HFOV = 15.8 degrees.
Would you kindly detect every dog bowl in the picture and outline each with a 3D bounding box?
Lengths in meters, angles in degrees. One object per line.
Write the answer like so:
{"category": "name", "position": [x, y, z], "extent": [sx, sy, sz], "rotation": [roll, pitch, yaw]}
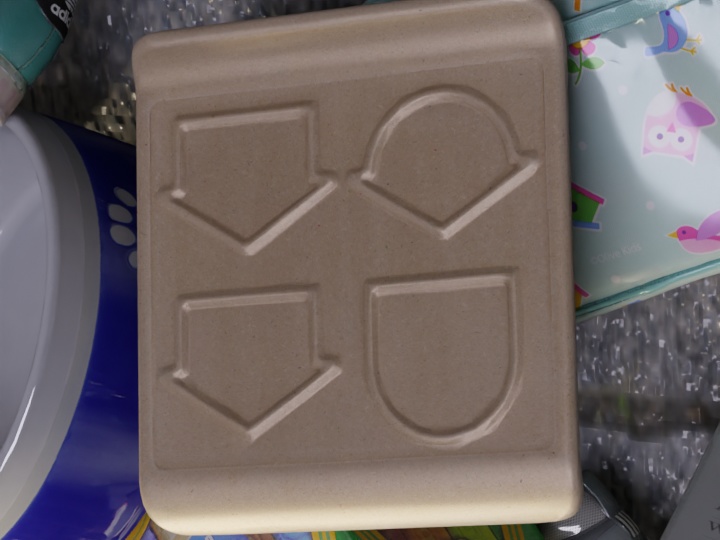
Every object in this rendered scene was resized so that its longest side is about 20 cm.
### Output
{"category": "dog bowl", "position": [-0.154, 0.032, 1.117], "extent": [0.079, 0.201, 0.200], "rotation": [15, 131, -36]}

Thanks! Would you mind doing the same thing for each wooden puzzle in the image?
{"category": "wooden puzzle", "position": [0.000, 0.000, 1.015], "extent": [0.184, 0.046, 0.201], "rotation": [-5, 86, 24]}

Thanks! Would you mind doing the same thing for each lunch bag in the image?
{"category": "lunch bag", "position": [0.086, -0.067, 1.042], "extent": [0.199, 0.077, 0.161], "rotation": [-19, 106, 28]}

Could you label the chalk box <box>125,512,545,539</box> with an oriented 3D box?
{"category": "chalk box", "position": [-0.028, 0.097, 1.120], "extent": [0.124, 0.124, 0.200], "rotation": [-48, 65, 32]}

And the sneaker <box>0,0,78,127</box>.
{"category": "sneaker", "position": [-0.200, -0.140, 1.100], "extent": [0.200, 0.080, 0.071], "rotation": [34, 167, 21]}

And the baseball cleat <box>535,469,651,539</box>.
{"category": "baseball cleat", "position": [0.054, 0.160, 1.181], "extent": [0.200, 0.070, 0.107], "rotation": [-42, 79, 29]}

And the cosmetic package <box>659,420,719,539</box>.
{"category": "cosmetic package", "position": [0.198, 0.157, 1.033], "extent": [0.164, 0.200, 0.166], "rotation": [18, 120, 13]}
